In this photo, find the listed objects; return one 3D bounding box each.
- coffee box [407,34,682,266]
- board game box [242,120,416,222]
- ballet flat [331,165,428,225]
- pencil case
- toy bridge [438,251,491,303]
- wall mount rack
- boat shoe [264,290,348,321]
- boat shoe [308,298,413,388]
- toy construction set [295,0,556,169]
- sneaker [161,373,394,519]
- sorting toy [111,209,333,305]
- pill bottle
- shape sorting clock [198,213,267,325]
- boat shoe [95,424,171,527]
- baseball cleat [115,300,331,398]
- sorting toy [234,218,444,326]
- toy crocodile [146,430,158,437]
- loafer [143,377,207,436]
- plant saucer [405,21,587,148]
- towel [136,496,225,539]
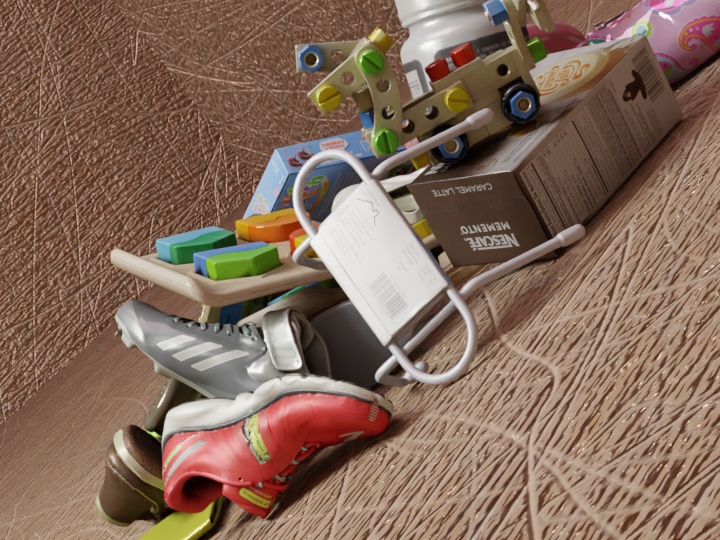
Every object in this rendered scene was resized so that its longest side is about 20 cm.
[{"bbox_3d":[0.146,-0.094,1.293,0.114,0.080,0.200,-6,31,49],"label":"coffee box"},{"bbox_3d":[-0.013,-0.084,1.655,0.199,0.037,0.151,-15,-25,-30],"label":"board game box"},{"bbox_3d":[0.068,-0.065,1.535,0.199,0.070,0.069,-15,13,11],"label":"ballet flat"},{"bbox_3d":[0.287,-0.223,1.447,0.200,0.088,0.087,-36,8,19],"label":"pencil case"},{"bbox_3d":[0.078,-0.001,1.364,0.200,0.027,0.067,-37,9,6],"label":"toy bridge"},{"bbox_3d":[0.049,-0.020,1.167,0.174,0.200,0.074,-43,-26,17],"label":"wall mount rack"},{"bbox_3d":[-0.022,0.006,1.622,0.074,0.076,0.200,-28,14,41],"label":"boat shoe"},{"bbox_3d":[-0.032,0.079,1.304,0.200,0.070,0.066,-45,5,26],"label":"boat shoe"},{"bbox_3d":[0.062,-0.151,1.224,0.199,0.132,0.092,-26,13,15],"label":"toy construction set"},{"bbox_3d":[-0.058,0.129,1.153,0.199,0.077,0.085,-19,55,35],"label":"sneaker"},{"bbox_3d":[-0.077,-0.016,1.319,0.199,0.037,0.185,-9,13,-27],"label":"sorting toy"},{"bbox_3d":[0.100,-0.159,1.437,0.113,0.201,0.113,-16,5,1],"label":"pill bottle"},{"bbox_3d":[-0.118,0.044,1.574,0.200,0.039,0.201,13,-90,-80],"label":"shape sorting clock"},{"bbox_3d":[-0.176,0.177,1.334,0.075,0.075,0.202,-46,-11,-5],"label":"boat shoe"},{"bbox_3d":[-0.096,0.058,1.264,0.107,0.200,0.070,-59,-22,9],"label":"baseball cleat"},{"bbox_3d":[0.000,0.000,1.483,0.199,0.037,0.185,-24,-1,-31],"label":"sorting toy"},{"bbox_3d":[-0.166,0.158,1.513,0.067,0.062,0.200,-44,4,-28],"label":"toy crocodile"},{"bbox_3d":[-0.109,0.099,1.387,0.076,0.067,0.200,-59,-14,26],"label":"loafer"},{"bbox_3d":[0.140,-0.151,1.583,0.200,0.051,0.201,-25,-24,-12],"label":"plant saucer"},{"bbox_3d":[-0.183,0.237,1.276,0.200,0.018,0.086,-38,11,10],"label":"towel"}]
